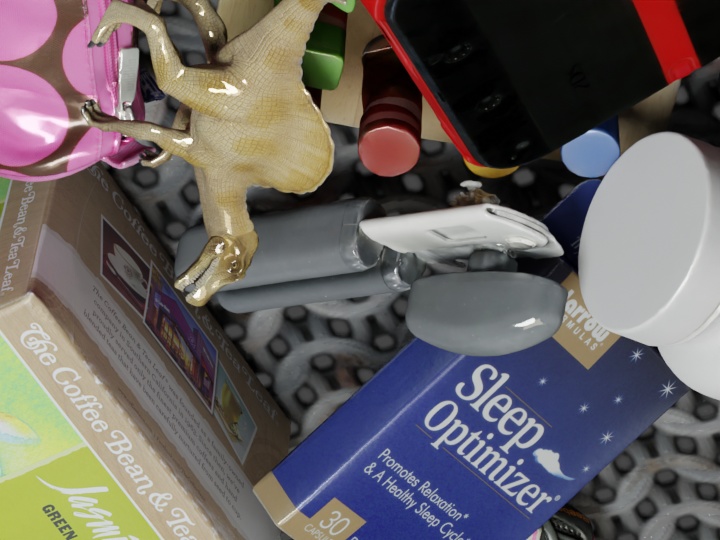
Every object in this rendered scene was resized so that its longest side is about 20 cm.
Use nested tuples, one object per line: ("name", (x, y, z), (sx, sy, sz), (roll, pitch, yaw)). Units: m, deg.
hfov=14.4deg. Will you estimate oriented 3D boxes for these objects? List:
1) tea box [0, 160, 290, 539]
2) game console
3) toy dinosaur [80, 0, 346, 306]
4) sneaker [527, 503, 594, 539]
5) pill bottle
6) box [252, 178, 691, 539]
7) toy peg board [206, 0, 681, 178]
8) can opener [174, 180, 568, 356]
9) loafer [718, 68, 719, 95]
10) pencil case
("tea box", (-0.164, 0.075, 1.274), (0.196, 0.134, 0.200), (-24, 122, 19))
("game console", (0.093, -0.115, 1.048), (0.176, 0.031, 0.200), (-30, 156, 4))
("toy dinosaur", (-0.050, -0.073, 1.105), (0.101, 0.058, 0.200), (34, 141, 9))
("sneaker", (0.063, 0.127, 1.352), (0.086, 0.080, 0.200), (-30, 129, 9))
("pill bottle", (0.194, 0.010, 1.195), (0.199, 0.113, 0.112), (17, 128, -30))
("box", (0.062, 0.061, 1.241), (0.200, 0.032, 0.121), (-44, 134, 5))
("toy peg board", (0.046, -0.115, 1.144), (0.198, 0.098, 0.201), (10, 127, -5))
("can opener", (0.000, 0.000, 1.207), (0.199, 0.067, 0.053), (-2, 157, 43))
("loafer", (0.225, -0.122, 1.147), (0.070, 0.068, 0.201), (25, 125, -31))
("pencil case", (-0.132, -0.134, 1.144), (0.094, 0.091, 0.201), (30, 142, 37))
